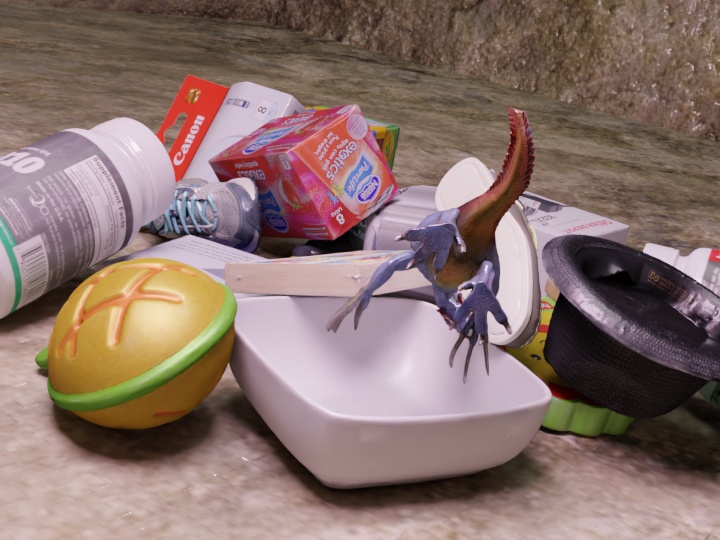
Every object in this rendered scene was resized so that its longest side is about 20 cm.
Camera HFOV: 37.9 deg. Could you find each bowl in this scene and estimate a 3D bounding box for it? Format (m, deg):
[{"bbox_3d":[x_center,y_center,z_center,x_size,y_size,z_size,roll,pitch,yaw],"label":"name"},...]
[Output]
[{"bbox_3d":[0.011,0.087,0.743,0.198,0.075,0.200,0,19,-30],"label":"bowl"}]

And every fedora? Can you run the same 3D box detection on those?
[{"bbox_3d":[0.213,0.056,0.817,0.199,0.092,0.201,22,26,-11],"label":"fedora"}]

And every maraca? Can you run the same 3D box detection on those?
[{"bbox_3d":[-0.157,0.045,0.722,0.137,0.108,0.200,-32,21,-23],"label":"maraca"}]

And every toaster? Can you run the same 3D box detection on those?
[{"bbox_3d":[0.083,-0.021,1.061,0.128,0.115,0.200,10,18,18],"label":"toaster"}]

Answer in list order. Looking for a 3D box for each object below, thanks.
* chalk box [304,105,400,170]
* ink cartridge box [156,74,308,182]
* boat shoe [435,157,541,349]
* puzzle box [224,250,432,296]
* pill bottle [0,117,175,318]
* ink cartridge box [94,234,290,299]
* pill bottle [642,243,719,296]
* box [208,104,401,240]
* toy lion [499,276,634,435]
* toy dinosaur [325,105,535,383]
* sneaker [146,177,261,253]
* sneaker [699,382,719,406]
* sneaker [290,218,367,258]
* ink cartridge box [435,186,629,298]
[{"bbox_3d":[-0.035,-0.133,1.318,0.123,0.126,0.200,19,21,26],"label":"chalk box"},{"bbox_3d":[-0.177,-0.149,1.227,0.199,0.161,0.047,22,-8,31],"label":"ink cartridge box"},{"bbox_3d":[0.112,-0.011,0.842,0.060,0.072,0.202,35,28,-33],"label":"boat shoe"},{"bbox_3d":[0.000,0.000,0.874,0.132,0.026,0.200,1,4,33],"label":"puzzle box"},{"bbox_3d":[-0.255,-0.050,0.871,0.113,0.114,0.200,20,36,28],"label":"pill bottle"},{"bbox_3d":[-0.102,0.016,0.952,0.198,0.041,0.200,17,18,21],"label":"ink cartridge box"},{"bbox_3d":[0.362,0.044,1.013,0.199,0.115,0.114,17,18,18],"label":"pill bottle"},{"bbox_3d":[-0.062,-0.097,1.069,0.095,0.100,0.200,-37,20,-23],"label":"box"},{"bbox_3d":[0.173,0.075,0.912,0.199,0.069,0.192,-3,29,-37],"label":"toy lion"},{"bbox_3d":[0.075,0.000,0.698,0.105,0.200,0.181,40,12,2],"label":"toy dinosaur"},{"bbox_3d":[-0.171,-0.054,1.069,0.086,0.078,0.199,-8,8,-35],"label":"sneaker"},{"bbox_3d":[0.308,0.088,0.880,0.200,0.074,0.118,33,26,26],"label":"sneaker"},{"bbox_3d":[-0.015,-0.042,1.116,0.073,0.082,0.200,15,18,17],"label":"sneaker"},{"bbox_3d":[0.185,-0.035,1.208,0.199,0.084,0.145,23,21,33],"label":"ink cartridge box"}]
